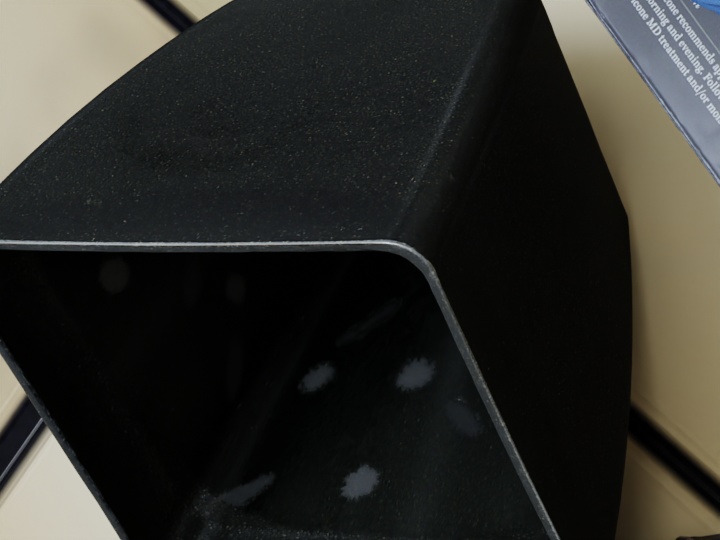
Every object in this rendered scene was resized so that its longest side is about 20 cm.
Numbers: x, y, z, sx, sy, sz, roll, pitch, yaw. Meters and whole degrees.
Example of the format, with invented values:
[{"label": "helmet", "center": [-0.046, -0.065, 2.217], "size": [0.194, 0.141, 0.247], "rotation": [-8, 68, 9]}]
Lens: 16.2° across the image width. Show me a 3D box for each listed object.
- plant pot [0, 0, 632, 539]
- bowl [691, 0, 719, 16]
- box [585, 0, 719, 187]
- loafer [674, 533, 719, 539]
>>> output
[{"label": "plant pot", "center": [0.000, 0.000, 0.957], "size": [0.199, 0.200, 0.178], "rotation": [1, 45, 31]}, {"label": "bowl", "center": [0.169, -0.151, 0.763], "size": [0.200, 0.039, 0.201], "rotation": [-33, 32, 24]}, {"label": "box", "center": [0.210, -0.066, 0.842], "size": [0.182, 0.104, 0.200], "rotation": [-39, 63, 15]}, {"label": "loafer", "center": [0.065, 0.139, 0.973], "size": [0.199, 0.071, 0.073], "rotation": [-22, 71, 25]}]
